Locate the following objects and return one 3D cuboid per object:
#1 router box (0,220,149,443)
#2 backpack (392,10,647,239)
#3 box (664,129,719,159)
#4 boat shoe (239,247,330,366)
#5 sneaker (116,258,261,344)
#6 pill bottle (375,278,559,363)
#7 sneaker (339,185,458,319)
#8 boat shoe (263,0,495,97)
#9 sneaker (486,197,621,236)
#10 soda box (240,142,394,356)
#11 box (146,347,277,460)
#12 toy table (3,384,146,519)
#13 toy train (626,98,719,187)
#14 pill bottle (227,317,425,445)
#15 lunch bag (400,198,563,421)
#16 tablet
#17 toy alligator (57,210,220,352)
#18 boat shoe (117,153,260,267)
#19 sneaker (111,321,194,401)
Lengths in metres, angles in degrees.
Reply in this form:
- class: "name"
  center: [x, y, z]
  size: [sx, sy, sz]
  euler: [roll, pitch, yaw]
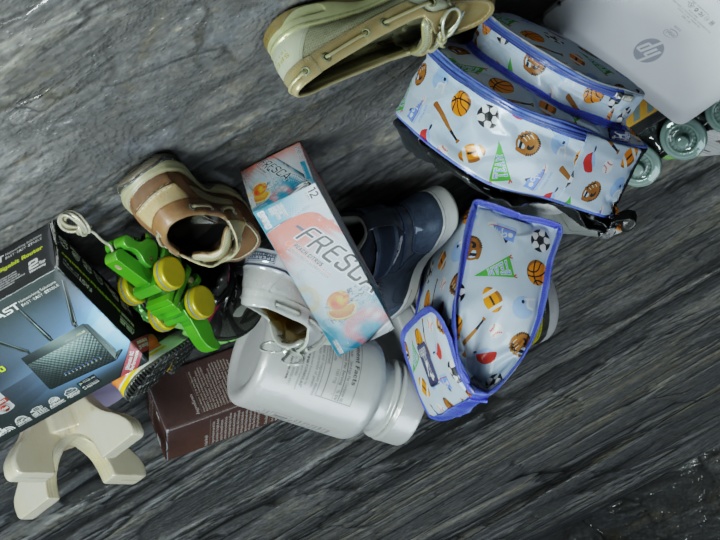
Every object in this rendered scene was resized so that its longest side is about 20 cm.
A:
- class: "router box"
  center: [-0.308, 0.065, 1.433]
  size: [0.199, 0.062, 0.150]
  euler: [-29, 134, 9]
- class: "backpack"
  center: [0.133, -0.130, 1.370]
  size: [0.189, 0.200, 0.155]
  euler: [-1, 116, -43]
- class: "box"
  center: [0.376, -0.148, 1.666]
  size: [0.199, 0.037, 0.144]
  euler: [-5, 172, 34]
- class: "boat shoe"
  center: [-0.067, 0.054, 1.600]
  size: [0.074, 0.087, 0.202]
  euler: [8, 161, 21]
- class: "sneaker"
  center: [-0.146, 0.020, 1.555]
  size: [0.083, 0.077, 0.200]
  euler: [-30, 159, 25]
- class: "pill bottle"
  center: [0.118, 0.051, 1.861]
  size: [0.199, 0.113, 0.113]
  euler: [-14, 156, -24]
- class: "sneaker"
  center: [-0.001, -0.002, 1.646]
  size: [0.145, 0.077, 0.203]
  euler: [-19, 153, -34]
- class: "boat shoe"
  center: [0.024, -0.186, 1.282]
  size: [0.199, 0.063, 0.073]
  euler: [-15, 157, -24]
- class: "sneaker"
  center: [0.207, -0.069, 1.756]
  size: [0.092, 0.076, 0.199]
  euler: [-29, 152, 32]
- class: "soda box"
  center: [-0.038, -0.017, 1.485]
  size: [0.063, 0.069, 0.201]
  euler: [-26, 130, 4]
- class: "box"
  center: [-0.140, 0.137, 1.837]
  size: [0.199, 0.075, 0.100]
  euler: [-20, 159, -16]
- class: "toy table"
  center: [-0.301, 0.161, 1.659]
  size: [0.199, 0.118, 0.184]
  euler: [0, 148, -45]
- class: "toy train"
  center: [0.296, -0.166, 1.565]
  size: [0.199, 0.114, 0.085]
  euler: [-31, -167, 30]
- class: "pill bottle"
  center: [-0.034, 0.118, 1.746]
  size: [0.199, 0.115, 0.114]
  euler: [20, 139, -21]
- class: "lunch bag"
  center: [0.116, 0.049, 1.684]
  size: [0.123, 0.202, 0.170]
  euler: [15, 164, -9]
- class: "tablet"
  center: [0.271, -0.212, 1.441]
  size: [0.199, 0.014, 0.130]
  euler: [31, 127, -32]
- class: "toy alligator"
  center: [-0.187, -0.004, 1.435]
  size: [0.059, 0.055, 0.200]
  euler: [-19, 128, 36]
- class: "boat shoe"
  center: [-0.142, -0.035, 1.422]
  size: [0.076, 0.074, 0.200]
  euler: [-40, 156, 10]
- class: "sneaker"
  center: [-0.212, 0.058, 1.595]
  size: [0.070, 0.090, 0.200]
  euler: [-51, 177, 18]
